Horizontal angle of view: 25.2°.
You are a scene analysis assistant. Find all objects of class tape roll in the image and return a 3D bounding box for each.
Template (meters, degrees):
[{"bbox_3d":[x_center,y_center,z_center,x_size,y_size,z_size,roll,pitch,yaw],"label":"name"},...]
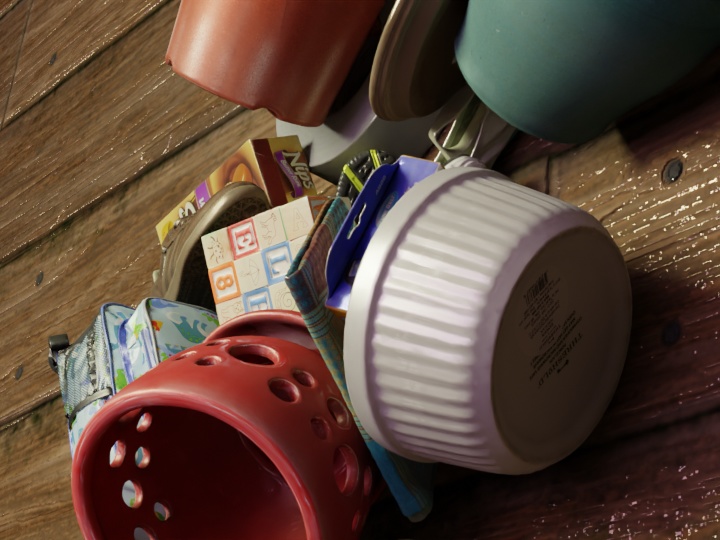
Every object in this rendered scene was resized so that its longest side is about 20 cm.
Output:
[{"bbox_3d":[0.009,-0.172,1.440,0.200,0.066,0.201,-33,44,39],"label":"tape roll"}]

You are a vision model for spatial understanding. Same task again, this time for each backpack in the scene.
[{"bbox_3d":[-0.155,0.131,1.366,0.147,0.182,0.201,-41,46,34],"label":"backpack"}]

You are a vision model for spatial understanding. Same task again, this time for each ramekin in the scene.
[{"bbox_3d":[0.092,0.039,1.056,0.105,0.200,0.201,15,81,40],"label":"ramekin"}]

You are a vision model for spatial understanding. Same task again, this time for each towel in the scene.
[{"bbox_3d":[0.010,0.060,1.133,0.022,0.201,0.147,-20,19,18],"label":"towel"}]

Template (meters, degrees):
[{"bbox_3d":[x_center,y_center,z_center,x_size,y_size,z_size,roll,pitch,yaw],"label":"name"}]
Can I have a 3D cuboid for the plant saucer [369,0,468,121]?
[{"bbox_3d":[0.074,-0.197,1.226,0.029,0.200,0.201,32,98,15],"label":"plant saucer"}]

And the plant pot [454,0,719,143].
[{"bbox_3d":[0.166,-0.197,1.127,0.188,0.199,0.201,124,151,-43],"label":"plant pot"}]

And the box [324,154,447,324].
[{"bbox_3d":[0.052,0.012,1.112,0.041,0.200,0.120,15,71,38],"label":"box"}]

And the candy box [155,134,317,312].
[{"bbox_3d":[-0.108,-0.028,1.459,0.200,0.056,0.117,-36,68,52],"label":"candy box"}]

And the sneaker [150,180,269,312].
[{"bbox_3d":[-0.144,-0.023,1.404,0.200,0.070,0.076,-56,49,41],"label":"sneaker"}]

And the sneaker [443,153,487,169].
[{"bbox_3d":[0.065,0.015,1.228,0.079,0.074,0.201,27,101,29],"label":"sneaker"}]

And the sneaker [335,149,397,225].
[{"bbox_3d":[0.000,0.000,1.350,0.076,0.075,0.201,-18,-54,-83],"label":"sneaker"}]

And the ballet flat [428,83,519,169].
[{"bbox_3d":[0.072,-0.083,1.288,0.201,0.069,0.069,-62,32,6],"label":"ballet flat"}]

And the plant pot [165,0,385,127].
[{"bbox_3d":[-0.065,-0.239,1.370,0.201,0.200,0.196,43,113,57],"label":"plant pot"}]

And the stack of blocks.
[{"bbox_3d":[-0.047,0.052,1.286,0.115,0.058,0.201,-18,81,33],"label":"stack of blocks"}]

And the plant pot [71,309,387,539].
[{"bbox_3d":[-0.078,0.140,1.156,0.200,0.201,0.182,-42,-2,32],"label":"plant pot"}]
